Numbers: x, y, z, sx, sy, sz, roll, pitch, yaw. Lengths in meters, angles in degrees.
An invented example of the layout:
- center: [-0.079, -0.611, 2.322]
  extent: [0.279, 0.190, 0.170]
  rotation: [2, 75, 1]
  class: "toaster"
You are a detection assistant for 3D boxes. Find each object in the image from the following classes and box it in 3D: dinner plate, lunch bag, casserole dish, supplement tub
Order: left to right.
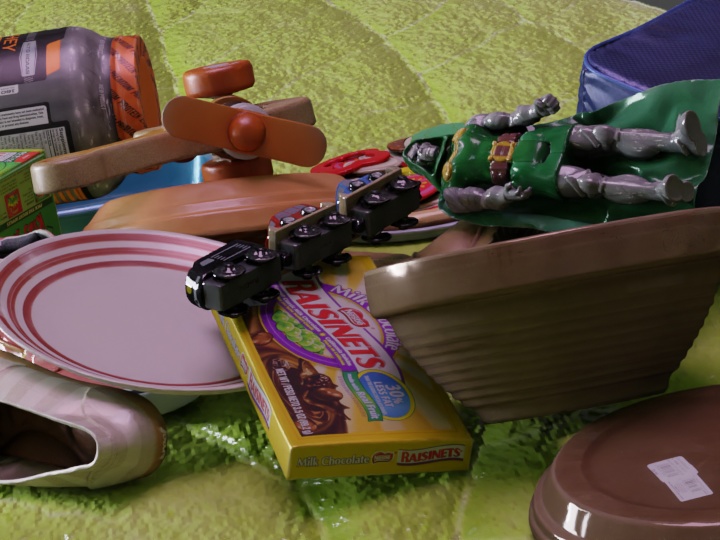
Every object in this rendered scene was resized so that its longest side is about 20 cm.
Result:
- center: [-0.244, -0.102, 1.853]
  extent: [0.199, 0.123, 0.123]
  rotation: [-8, 18, 4]
  class: "supplement tub"
- center: [-0.190, -0.043, 1.903]
  extent: [0.199, 0.039, 0.121]
  rotation: [-9, 18, 1]
  class: "casserole dish"
- center: [-0.116, 0.028, 1.524]
  extent: [0.199, 0.024, 0.200]
  rotation: [9, 25, -4]
  class: "dinner plate"
- center: [0.217, -0.073, 1.639]
  extent: [0.136, 0.133, 0.200]
  rotation: [27, 38, 35]
  class: "lunch bag"

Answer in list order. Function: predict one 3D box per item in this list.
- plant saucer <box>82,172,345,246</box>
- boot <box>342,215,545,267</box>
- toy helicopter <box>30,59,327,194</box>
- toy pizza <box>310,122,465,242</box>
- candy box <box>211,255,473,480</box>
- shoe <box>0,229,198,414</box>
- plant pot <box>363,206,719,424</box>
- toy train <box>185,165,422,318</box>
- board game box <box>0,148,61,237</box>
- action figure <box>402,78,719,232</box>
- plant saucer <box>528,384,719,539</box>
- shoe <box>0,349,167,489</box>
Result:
- center: [-0.087, -0.033, 1.710]
  extent: [0.199, 0.038, 0.200]
  rotation: [-8, -3, 0]
  class: "plant saucer"
- center: [0.000, 0.000, 1.630]
  extent: [0.199, 0.066, 0.175]
  rotation: [-1, 22, 27]
  class: "boot"
- center: [-0.112, -0.077, 1.656]
  extent: [0.200, 0.079, 0.132]
  rotation: [-18, 12, -35]
  class: "toy helicopter"
- center: [0.045, -0.067, 1.859]
  extent: [0.199, 0.032, 0.200]
  rotation: [-9, 18, 3]
  class: "toy pizza"
- center: [-0.016, 0.050, 1.457]
  extent: [0.102, 0.026, 0.200]
  rotation: [0, 29, -19]
  class: "candy box"
- center: [-0.180, 0.031, 1.591]
  extent: [0.200, 0.091, 0.071]
  rotation: [8, 26, 43]
  class: "shoe"
- center: [0.107, 0.028, 1.408]
  extent: [0.200, 0.093, 0.201]
  rotation: [-11, -2, 0]
  class: "plant pot"
- center: [-0.031, -0.018, 1.520]
  extent: [0.046, 0.034, 0.200]
  rotation: [13, 26, 35]
  class: "toy train"
- center: [-0.268, 0.001, 1.710]
  extent: [0.047, 0.102, 0.200]
  rotation: [2, 22, 30]
  class: "board game box"
- center: [0.109, -0.063, 1.558]
  extent: [0.199, 0.055, 0.118]
  rotation: [1, 62, 37]
  class: "action figure"
- center: [0.180, 0.100, 1.304]
  extent: [0.199, 0.030, 0.200]
  rotation: [-9, 19, 3]
  class: "plant saucer"
- center: [-0.201, 0.083, 1.481]
  extent: [0.199, 0.070, 0.053]
  rotation: [5, 15, 33]
  class: "shoe"
